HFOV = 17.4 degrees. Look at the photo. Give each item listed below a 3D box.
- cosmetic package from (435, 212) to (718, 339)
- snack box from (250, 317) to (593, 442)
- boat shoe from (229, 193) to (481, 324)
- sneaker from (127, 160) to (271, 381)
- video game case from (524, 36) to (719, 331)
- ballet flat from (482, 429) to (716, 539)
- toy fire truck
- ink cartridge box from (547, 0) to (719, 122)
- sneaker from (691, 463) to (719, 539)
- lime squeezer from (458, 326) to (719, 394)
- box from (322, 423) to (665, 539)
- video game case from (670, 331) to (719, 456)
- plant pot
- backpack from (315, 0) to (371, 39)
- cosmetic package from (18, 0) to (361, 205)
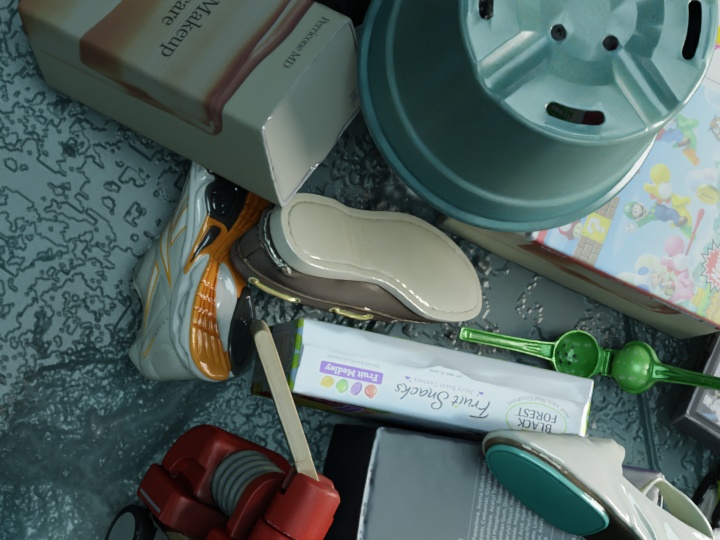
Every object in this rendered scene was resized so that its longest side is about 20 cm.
[{"bbox_3d":[0.166,-0.040,1.621,0.199,0.087,0.104,23,80,-11],"label":"cosmetic package"},{"bbox_3d":[0.037,0.077,1.560,0.198,0.142,0.053,12,85,-12],"label":"snack box"},{"bbox_3d":[0.000,0.000,1.573,0.199,0.059,0.072,16,57,-45],"label":"boat shoe"},{"bbox_3d":[-0.114,-0.019,1.569,0.076,0.092,0.202,34,55,-40],"label":"sneaker"},{"bbox_3d":[0.218,-0.044,1.495,0.199,0.017,0.144,24,82,-10],"label":"video game case"},{"bbox_3d":[0.161,0.147,1.481,0.200,0.069,0.070,39,80,-12],"label":"ballet flat"},{"bbox_3d":[-0.074,0.134,1.492,0.128,0.176,0.201,26,95,-29],"label":"toy fire truck"},{"bbox_3d":[0.192,-0.154,1.551,0.144,0.084,0.201,33,78,-9],"label":"ink cartridge box"},{"bbox_3d":[0.247,0.233,1.637,0.081,0.074,0.201,31,83,-12],"label":"sneaker"},{"bbox_3d":[0.170,0.059,1.618,0.198,0.071,0.038,12,73,11],"label":"lime squeezer"},{"bbox_3d":[0.081,0.167,1.563,0.198,0.148,0.105,10,85,-12],"label":"box"},{"bbox_3d":[0.333,0.083,1.657,0.199,0.025,0.182,33,63,-9],"label":"video game case"},{"bbox_3d":[0.111,-0.133,1.372,0.198,0.196,0.202,1,84,-10],"label":"plant pot"},{"bbox_3d":[0.027,-0.242,1.562,0.199,0.127,0.168,-22,100,15],"label":"backpack"},{"bbox_3d":[-0.107,-0.140,1.506,0.199,0.087,0.104,26,65,23],"label":"cosmetic package"}]
